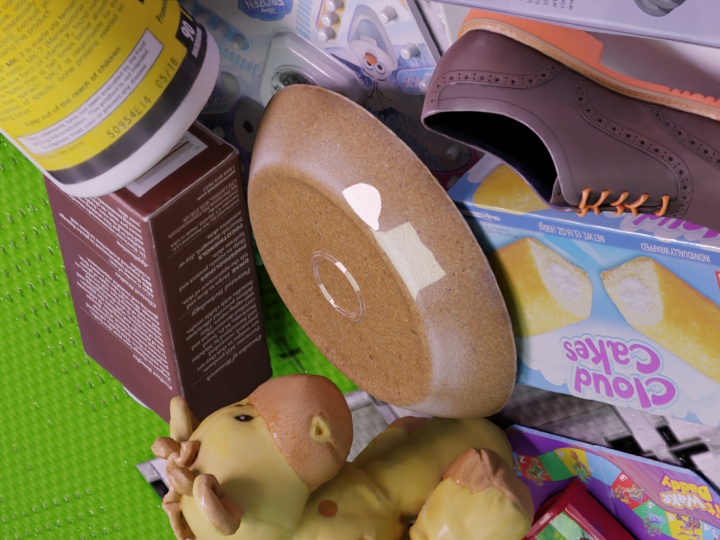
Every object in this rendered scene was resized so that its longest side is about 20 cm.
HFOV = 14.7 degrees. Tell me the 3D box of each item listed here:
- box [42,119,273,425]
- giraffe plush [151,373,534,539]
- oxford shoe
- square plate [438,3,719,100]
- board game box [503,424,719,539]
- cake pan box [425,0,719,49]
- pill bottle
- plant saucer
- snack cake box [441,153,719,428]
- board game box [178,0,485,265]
[{"bbox_3d":[-0.113,-0.007,1.561,0.100,0.075,0.201,38,151,29],"label":"box"},{"bbox_3d":[-0.030,0.124,1.498,0.162,0.200,0.172,44,157,-20],"label":"giraffe plush"},{"bbox_3d":[0.120,-0.043,1.226,0.199,0.073,0.071,28,154,12],"label":"oxford shoe"},{"bbox_3d":[0.119,-0.117,1.217,0.199,0.029,0.199,21,152,26],"label":"square plate"},{"bbox_3d":[0.138,0.169,1.532,0.199,0.039,0.159,13,133,38],"label":"board game box"},{"bbox_3d":[0.099,-0.192,1.082,0.183,0.052,0.201,8,97,10],"label":"cake pan box"},{"bbox_3d":[-0.174,-0.140,1.401,0.114,0.115,0.200,-7,137,48],"label":"pill bottle"},{"bbox_3d":[0.000,0.000,1.431,0.200,0.035,0.201,42,153,27],"label":"plant saucer"},{"bbox_3d":[0.146,0.008,1.345,0.199,0.067,0.115,11,131,40],"label":"snack cake box"},{"bbox_3d":[-0.031,-0.089,1.466,0.199,0.026,0.201,-1,123,46],"label":"board game box"}]
